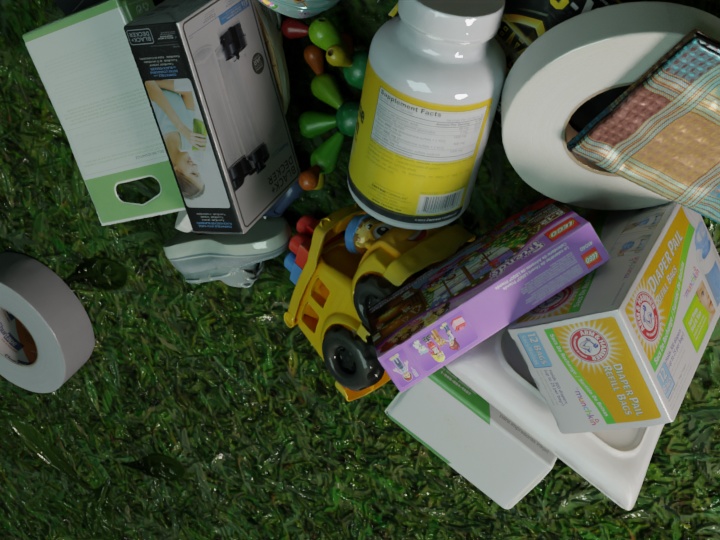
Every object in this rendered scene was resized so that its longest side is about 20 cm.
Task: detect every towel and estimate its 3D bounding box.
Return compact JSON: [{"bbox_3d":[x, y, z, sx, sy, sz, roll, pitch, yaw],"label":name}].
[{"bbox_3d":[0.281,-0.096,0.815,0.199,0.022,0.147,20,141,-22],"label":"towel"}]

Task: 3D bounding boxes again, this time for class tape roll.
[{"bbox_3d":[-0.474,0.074,1.501,0.200,0.066,0.201,19,132,22],"label":"tape roll"},{"bbox_3d":[0.211,-0.122,0.834,0.202,0.037,0.203,2,144,2],"label":"tape roll"}]

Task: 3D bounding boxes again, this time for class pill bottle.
[{"bbox_3d":[0.056,-0.140,0.873,0.112,0.112,0.200,26,134,15],"label":"pill bottle"}]

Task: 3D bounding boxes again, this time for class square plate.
[{"bbox_3d":[0.195,0.083,0.953,0.200,0.198,0.028,39,135,3],"label":"square plate"}]

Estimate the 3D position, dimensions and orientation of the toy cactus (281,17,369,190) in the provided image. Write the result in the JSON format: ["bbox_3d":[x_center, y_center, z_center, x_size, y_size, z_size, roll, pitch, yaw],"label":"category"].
[{"bbox_3d":[0.009,-0.145,0.994,0.165,0.102,0.201,-2,113,24],"label":"toy cactus"}]

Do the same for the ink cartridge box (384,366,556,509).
[{"bbox_3d":[0.137,0.099,1.007,0.146,0.200,0.083,37,133,4],"label":"ink cartridge box"}]

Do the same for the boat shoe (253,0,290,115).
[{"bbox_3d":[-0.101,-0.238,1.001,0.071,0.069,0.201,-1,117,31],"label":"boat shoe"}]

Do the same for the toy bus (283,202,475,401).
[{"bbox_3d":[0.000,0.000,1.090,0.192,0.136,0.200,45,137,20],"label":"toy bus"}]

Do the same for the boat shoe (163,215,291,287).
[{"bbox_3d":[-0.141,-0.018,1.204,0.200,0.070,0.072,-4,122,44],"label":"boat shoe"}]

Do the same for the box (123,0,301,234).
[{"bbox_3d":[-0.126,-0.146,0.955,0.060,0.117,0.201,3,122,28],"label":"box"}]

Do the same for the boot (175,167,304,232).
[{"bbox_3d":[-0.134,-0.075,1.152,0.090,0.073,0.200,22,159,-19],"label":"boot"}]

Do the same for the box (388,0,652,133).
[{"bbox_3d":[0.144,-0.200,0.880,0.200,0.049,0.160,45,134,-3],"label":"box"}]

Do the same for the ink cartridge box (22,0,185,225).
[{"bbox_3d":[-0.226,-0.151,1.013,0.145,0.048,0.201,-7,112,37],"label":"ink cartridge box"}]

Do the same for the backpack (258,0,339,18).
[{"bbox_3d":[-0.076,-0.311,0.884,0.200,0.167,0.127,36,152,1],"label":"backpack"}]

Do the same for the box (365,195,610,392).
[{"bbox_3d":[0.100,0.013,0.902,0.200,0.137,0.039,-33,104,4],"label":"box"}]

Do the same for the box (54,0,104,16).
[{"bbox_3d":[-0.245,-0.345,1.012,0.200,0.079,0.141,-27,102,43],"label":"box"}]

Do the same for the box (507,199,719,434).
[{"bbox_3d":[0.223,0.030,0.892,0.101,0.200,0.113,-14,114,40],"label":"box"}]
